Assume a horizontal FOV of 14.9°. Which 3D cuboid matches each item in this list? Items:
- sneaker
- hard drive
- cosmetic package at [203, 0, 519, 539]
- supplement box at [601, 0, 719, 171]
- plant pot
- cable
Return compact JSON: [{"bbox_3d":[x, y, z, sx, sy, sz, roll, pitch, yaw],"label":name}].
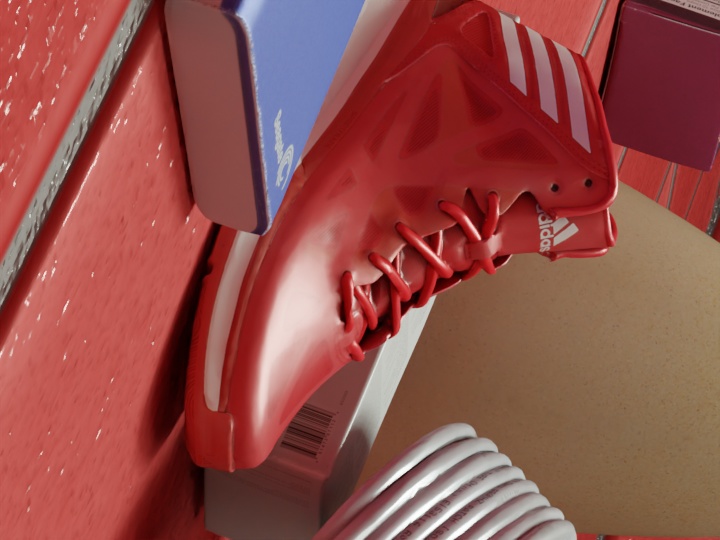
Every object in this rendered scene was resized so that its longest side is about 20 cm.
[{"bbox_3d":[0.022,-0.011,0.912,0.078,0.115,0.201,89,21,-63],"label":"sneaker"},{"bbox_3d":[-0.005,-0.126,0.820,0.132,0.025,0.201,87,23,-64],"label":"hard drive"},{"bbox_3d":[0.000,0.000,0.997,0.083,0.050,0.201,92,19,-60],"label":"cosmetic package"},{"bbox_3d":[0.230,-0.173,1.855,0.200,0.085,0.111,-60,165,-49],"label":"supplement box"},{"bbox_3d":[0.105,0.042,1.223,0.187,0.199,0.188,18,90,-80],"label":"plant pot"},{"bbox_3d":[-0.005,0.147,0.970,0.200,0.069,0.200,-45,165,-19],"label":"cable"}]
